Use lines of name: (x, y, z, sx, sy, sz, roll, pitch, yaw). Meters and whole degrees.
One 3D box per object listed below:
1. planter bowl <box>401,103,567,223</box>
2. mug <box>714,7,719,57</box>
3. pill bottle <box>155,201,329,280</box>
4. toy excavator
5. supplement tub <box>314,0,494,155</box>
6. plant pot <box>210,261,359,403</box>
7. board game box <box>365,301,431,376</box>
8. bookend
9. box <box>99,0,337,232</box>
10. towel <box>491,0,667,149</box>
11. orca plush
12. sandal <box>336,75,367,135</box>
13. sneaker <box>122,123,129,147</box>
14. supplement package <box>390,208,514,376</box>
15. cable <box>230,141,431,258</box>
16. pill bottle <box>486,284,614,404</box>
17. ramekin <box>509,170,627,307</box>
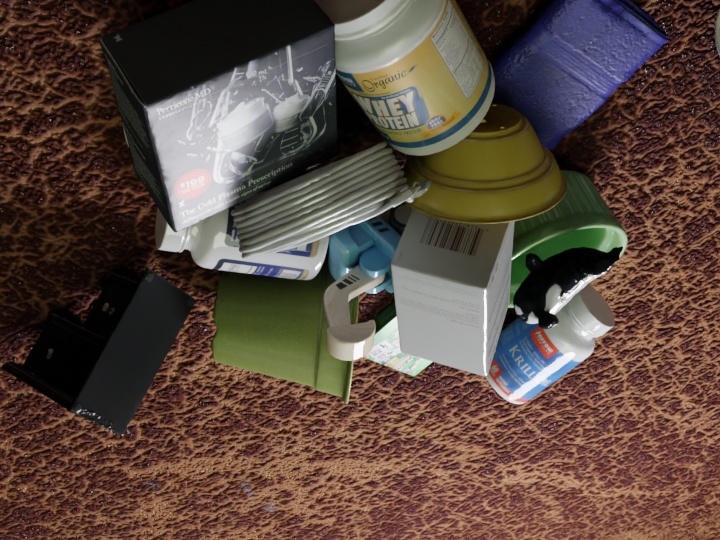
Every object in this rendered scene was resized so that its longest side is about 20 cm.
planter bowl: (0.137, -0.136, 1.111, 0.198, 0.201, 0.084, -6, 121, -7)
mug: (0.512, -0.266, 1.111, 0.200, 0.148, 0.175, -45, 151, 13)
pill bottle: (-0.146, -0.054, 1.201, 0.198, 0.112, 0.112, 8, 136, -22)
toy excavator: (0.000, 0.000, 1.204, 0.199, 0.194, 0.101, -30, 148, -24)
supplement tub: (0.042, -0.233, 1.020, 0.143, 0.146, 0.200, -26, 138, 15)
plant pot: (-0.100, 0.069, 1.320, 0.187, 0.202, 0.201, 6, 138, -1)
board game box: (0.097, 0.081, 1.483, 0.134, 0.029, 0.200, 23, 128, -36)
bookend: (-0.349, 0.086, 1.303, 0.092, 0.197, 0.202, 39, 74, -43)
box: (-0.131, -0.166, 0.965, 0.198, 0.104, 0.183, -28, 149, -18)
towel: (0.237, -0.243, 1.141, 0.147, 0.050, 0.200, 25, 128, -27)
orca plush: (0.231, 0.010, 1.198, 0.071, 0.106, 0.200, 30, 165, -8)
sandal: (-0.089, -0.180, 1.117, 0.198, 0.076, 0.048, -8, 173, -4)
sneaker: (-0.203, -0.183, 1.056, 0.074, 0.089, 0.201, 14, 132, -28)
supplement package: (0.113, 0.017, 1.170, 0.116, 0.118, 0.201, 14, 148, 15)
cable: (-0.046, -0.075, 1.074, 0.198, 0.070, 0.199, -24, -174, -26)
pill bottle: (0.286, 0.108, 1.501, 0.111, 0.113, 0.200, 22, 128, -34)
ramekin: (0.242, -0.043, 1.298, 0.198, 0.099, 0.201, -15, 153, -8)
